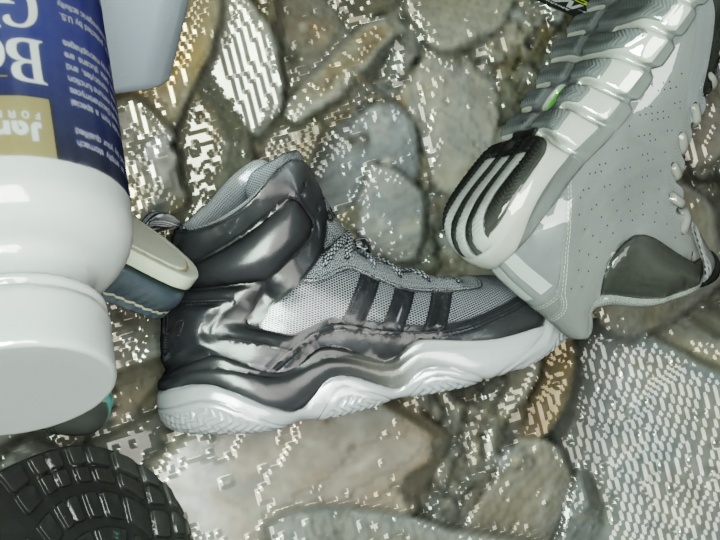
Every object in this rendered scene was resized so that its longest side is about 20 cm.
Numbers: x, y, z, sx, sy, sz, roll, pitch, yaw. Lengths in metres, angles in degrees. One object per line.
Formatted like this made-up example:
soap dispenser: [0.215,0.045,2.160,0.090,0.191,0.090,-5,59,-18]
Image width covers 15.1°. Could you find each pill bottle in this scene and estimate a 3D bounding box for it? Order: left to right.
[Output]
pill bottle: [-0.145,-0.045,1.027,0.110,0.111,0.201,-1,63,-22]

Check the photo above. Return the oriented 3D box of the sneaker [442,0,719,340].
sneaker: [0.131,-0.053,1.202,0.115,0.075,0.200,44,75,-19]

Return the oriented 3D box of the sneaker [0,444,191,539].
sneaker: [-0.162,0.121,1.127,0.199,0.087,0.076,0,73,-46]

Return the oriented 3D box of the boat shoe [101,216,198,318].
boat shoe: [-0.166,-0.017,1.118,0.199,0.075,0.062,21,96,-11]

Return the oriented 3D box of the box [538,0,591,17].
box: [0.110,-0.223,1.257,0.160,0.044,0.201,20,81,-20]

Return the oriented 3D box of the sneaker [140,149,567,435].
sneaker: [0.000,0.000,1.186,0.199,0.075,0.115,-13,95,-19]

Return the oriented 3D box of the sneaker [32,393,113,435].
sneaker: [-0.202,0.060,1.117,0.199,0.078,0.092,7,102,-18]

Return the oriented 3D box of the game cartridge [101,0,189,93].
game cartridge: [-0.163,-0.143,1.122,0.199,0.042,0.134,10,104,-17]
